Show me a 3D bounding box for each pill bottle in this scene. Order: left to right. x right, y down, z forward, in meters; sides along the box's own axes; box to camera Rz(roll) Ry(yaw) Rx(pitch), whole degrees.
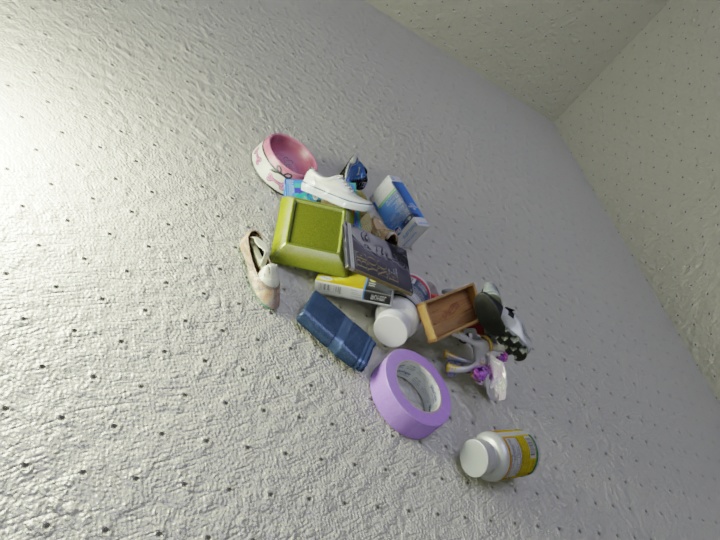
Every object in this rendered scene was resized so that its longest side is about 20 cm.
[{"bbox_3d":[0.103,0.103,1.656,0.119,0.120,0.201,40,34,-4],"label":"pill bottle"},{"bbox_3d":[0.330,0.439,1.538,0.197,0.113,0.114,9,46,-42],"label":"pill bottle"}]

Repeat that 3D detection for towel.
[{"bbox_3d":[-0.057,0.145,1.504,0.199,0.049,0.112,41,33,-6],"label":"towel"}]

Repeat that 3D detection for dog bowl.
[{"bbox_3d":[-0.204,-0.298,1.807,0.197,0.074,0.203,28,36,-22],"label":"dog bowl"}]

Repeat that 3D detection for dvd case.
[{"bbox_3d":[0.042,-0.029,1.594,0.197,0.016,0.151,23,41,-27],"label":"dvd case"}]

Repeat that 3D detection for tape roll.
[{"bbox_3d":[0.119,0.288,1.521,0.197,0.066,0.203,28,37,-23],"label":"tape roll"}]

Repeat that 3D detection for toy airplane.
[{"bbox_3d":[0.263,0.090,1.818,0.198,0.142,0.200,30,13,-43],"label":"toy airplane"}]

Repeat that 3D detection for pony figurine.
[{"bbox_3d":[0.320,0.239,1.706,0.195,0.167,0.198,7,81,-6],"label":"pony figurine"}]

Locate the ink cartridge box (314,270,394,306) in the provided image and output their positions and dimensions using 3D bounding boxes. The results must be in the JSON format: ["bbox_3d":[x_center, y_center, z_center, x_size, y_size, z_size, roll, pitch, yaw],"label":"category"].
[{"bbox_3d":[0.000,0.000,1.647,0.193,0.048,0.202,9,39,6],"label":"ink cartridge box"}]

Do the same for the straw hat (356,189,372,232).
[{"bbox_3d":[-0.025,-0.184,1.822,0.198,0.085,0.205,18,57,-29],"label":"straw hat"}]

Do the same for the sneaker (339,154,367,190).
[{"bbox_3d":[-0.018,-0.286,1.989,0.088,0.079,0.201,36,34,-6],"label":"sneaker"}]

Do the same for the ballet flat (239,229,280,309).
[{"bbox_3d":[-0.224,-0.009,1.474,0.067,0.067,0.202,-1,54,-46],"label":"ballet flat"}]

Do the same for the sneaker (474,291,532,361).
[{"bbox_3d":[0.371,0.131,1.674,0.202,0.074,0.088,54,46,-1],"label":"sneaker"}]

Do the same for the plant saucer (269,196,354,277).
[{"bbox_3d":[-0.112,-0.097,1.607,0.195,0.048,0.204,12,58,-8],"label":"plant saucer"}]

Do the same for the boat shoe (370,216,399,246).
[{"bbox_3d":[0.080,-0.084,1.881,0.073,0.069,0.203,7,48,-42],"label":"boat shoe"}]

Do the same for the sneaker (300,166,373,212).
[{"bbox_3d":[-0.055,-0.207,1.662,0.196,0.072,0.073,20,11,-1],"label":"sneaker"}]

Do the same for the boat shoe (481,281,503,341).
[{"bbox_3d":[0.364,0.118,1.755,0.072,0.068,0.204,-81,160,-51],"label":"boat shoe"}]

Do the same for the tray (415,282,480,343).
[{"bbox_3d":[0.232,0.105,1.649,0.197,0.037,0.101,-17,86,-40],"label":"tray"}]

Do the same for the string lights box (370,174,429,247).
[{"bbox_3d":[0.119,-0.182,1.998,0.058,0.103,0.202,-1,54,-47],"label":"string lights box"}]

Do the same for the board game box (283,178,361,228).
[{"bbox_3d":[-0.102,-0.164,1.707,0.195,0.045,0.155,2,58,-14],"label":"board game box"}]
